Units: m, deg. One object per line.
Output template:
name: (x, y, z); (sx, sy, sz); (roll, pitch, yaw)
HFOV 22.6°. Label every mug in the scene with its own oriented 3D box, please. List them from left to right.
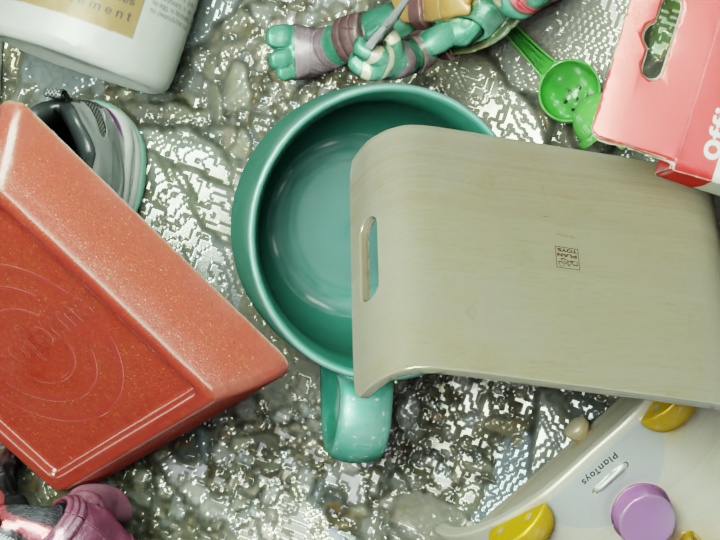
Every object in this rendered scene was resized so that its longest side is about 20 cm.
mug: (-0.005, -0.010, 0.978); (0.152, 0.114, 0.186); (39, 86, -11)

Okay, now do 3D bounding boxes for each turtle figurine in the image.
turtle figurine: (0.035, -0.156, 0.975); (0.199, 0.100, 0.151); (-1, 60, 47)

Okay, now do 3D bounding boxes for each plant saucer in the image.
plant saucer: (-0.169, 0.031, 0.954); (0.200, 0.037, 0.199); (45, 133, -15)

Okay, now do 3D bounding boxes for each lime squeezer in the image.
lime squeezer: (0.119, -0.100, 0.984); (0.038, 0.071, 0.200); (-31, 38, -2)

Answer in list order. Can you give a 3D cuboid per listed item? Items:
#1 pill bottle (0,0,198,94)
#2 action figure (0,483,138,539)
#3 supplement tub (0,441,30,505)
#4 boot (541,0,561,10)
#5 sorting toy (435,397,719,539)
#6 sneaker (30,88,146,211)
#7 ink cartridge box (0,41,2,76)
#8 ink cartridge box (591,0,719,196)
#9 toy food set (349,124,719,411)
pill bottle: (-0.133, -0.214, 1.034); (0.113, 0.114, 0.202); (18, 89, 12)
action figure: (-0.127, 0.176, 0.963); (0.148, 0.135, 0.200); (-27, 124, 37)
supplement tub: (-0.271, 0.093, 1.042); (0.107, 0.107, 0.200); (-41, 80, 5)
boot: (0.130, -0.263, 1.022); (0.199, 0.072, 0.167); (-36, 92, 5)
sorting toy: (0.174, 0.151, 0.966); (0.200, 0.107, 0.180); (-42, 98, 5)
sneaker: (-0.177, -0.004, 1.012); (0.077, 0.140, 0.202); (0, 85, 11)
ink cartridge box: (-0.255, -0.155, 1.059); (0.059, 0.104, 0.202); (1, 86, 12)
ink cartridge box: (0.219, -0.085, 0.877); (0.198, 0.067, 0.117); (18, 90, 2)
toy food set: (0.093, 0.012, 0.889); (0.198, 0.061, 0.145); (7, 53, -11)
